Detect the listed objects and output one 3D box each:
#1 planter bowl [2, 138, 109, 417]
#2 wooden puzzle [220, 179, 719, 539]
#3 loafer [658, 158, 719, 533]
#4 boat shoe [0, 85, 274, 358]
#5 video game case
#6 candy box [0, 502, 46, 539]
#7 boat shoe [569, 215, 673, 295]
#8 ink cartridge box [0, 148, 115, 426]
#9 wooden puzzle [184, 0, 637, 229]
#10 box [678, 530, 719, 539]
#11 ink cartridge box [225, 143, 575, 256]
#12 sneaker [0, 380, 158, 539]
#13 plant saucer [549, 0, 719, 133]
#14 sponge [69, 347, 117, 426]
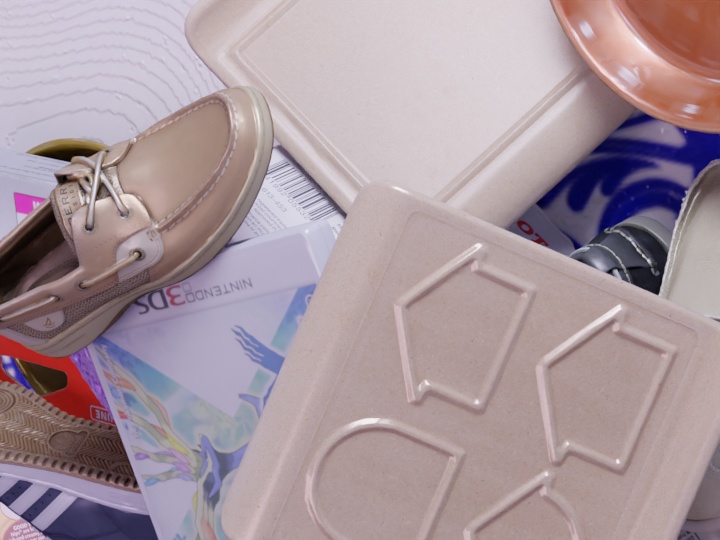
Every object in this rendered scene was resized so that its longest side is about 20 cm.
[{"bbox_3d":[-0.133,0.005,1.437,0.200,0.083,0.201,16,117,34],"label":"planter bowl"},{"bbox_3d":[0.058,0.077,1.093,0.200,0.046,0.185,23,92,1],"label":"wooden puzzle"},{"bbox_3d":[0.181,0.027,1.143,0.076,0.068,0.200,3,69,20],"label":"loafer"},{"bbox_3d":[-0.122,-0.024,1.152,0.200,0.064,0.071,-41,50,29],"label":"boat shoe"},{"bbox_3d":[-0.052,0.086,1.178,0.182,0.022,0.200,-14,99,43],"label":"video game case"},{"bbox_3d":[-0.189,0.184,1.526,0.055,0.115,0.200,-15,98,8],"label":"candy box"},{"bbox_3d":[0.115,0.063,1.272,0.072,0.068,0.200,33,126,23],"label":"boat shoe"},{"bbox_3d":[-0.218,0.013,1.426,0.200,0.044,0.174,12,113,36],"label":"ink cartridge box"},{"bbox_3d":[0.036,-0.117,1.225,0.185,0.037,0.200,-42,78,-3],"label":"wooden puzzle"},{"bbox_3d":[0.216,0.204,1.215,0.200,0.109,0.128,54,131,9],"label":"box"},{"bbox_3d":[0.000,0.000,1.251,0.145,0.200,0.084,46,132,15],"label":"ink cartridge box"},{"bbox_3d":[-0.188,0.140,1.424,0.200,0.070,0.109,15,128,20],"label":"sneaker"},{"bbox_3d":[0.170,-0.166,1.102,0.200,0.032,0.201,15,114,38],"label":"plant saucer"},{"bbox_3d":[-0.071,0.017,1.315,0.112,0.200,0.030,55,149,9],"label":"sponge"}]
